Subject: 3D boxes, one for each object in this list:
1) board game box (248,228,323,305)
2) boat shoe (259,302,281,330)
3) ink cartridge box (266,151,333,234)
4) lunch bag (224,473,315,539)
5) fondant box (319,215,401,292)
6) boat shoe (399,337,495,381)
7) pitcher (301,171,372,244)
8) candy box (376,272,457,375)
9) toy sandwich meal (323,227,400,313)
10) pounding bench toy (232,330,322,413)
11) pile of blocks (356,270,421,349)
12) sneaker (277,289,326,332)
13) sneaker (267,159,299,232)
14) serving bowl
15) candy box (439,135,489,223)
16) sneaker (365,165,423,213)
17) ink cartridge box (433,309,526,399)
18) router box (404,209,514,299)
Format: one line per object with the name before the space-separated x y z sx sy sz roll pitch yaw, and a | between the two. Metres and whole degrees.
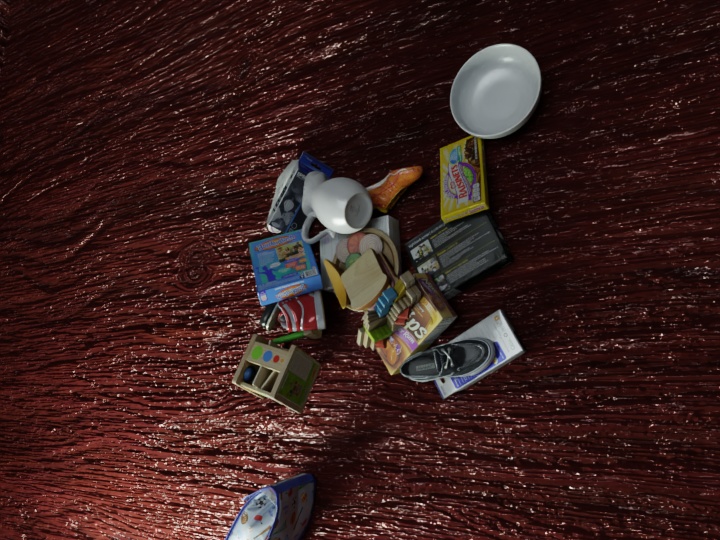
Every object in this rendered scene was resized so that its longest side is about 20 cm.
board game box | -0.182 -0.013 1.391 0.149 0.046 0.202 -15 40 -6
boat shoe | -0.204 0.057 1.423 0.062 0.074 0.204 18 54 4
ink cartridge box | -0.148 -0.185 1.465 0.203 0.098 0.039 -62 25 7
lunch bag | -0.195 0.556 1.310 0.123 0.169 0.203 33 99 27
fondant box | -0.002 -0.035 1.367 0.196 0.058 0.148 -11 75 32
boat shoe | 0.171 0.180 1.167 0.197 0.067 0.073 -17 72 28
pitcher | -0.066 -0.132 1.343 0.199 0.119 0.176 24 102 51
candy box | 0.105 0.115 1.236 0.201 0.056 0.118 -53 56 33
toy sandwich meal | 0.000 0.000 1.280 0.201 0.070 0.210 -8 76 32
pounding bench toy | -0.191 0.209 1.397 0.153 0.124 0.203 11 69 34
pile of blocks | 0.059 0.097 1.185 0.062 0.081 0.202 51 126 33
sneaker | -0.147 0.064 1.381 0.110 0.072 0.202 -9 43 -6
sneaker | -0.191 -0.195 1.524 0.099 0.074 0.203 37 102 52
serving bowl | 0.293 -0.371 1.237 0.196 0.065 0.205 -8 75 30
candy box | 0.218 -0.199 1.237 0.101 0.026 0.204 -19 50 30
sneaker | 0.070 -0.180 1.352 0.198 0.072 0.079 -29 77 34
ink cartridge box | 0.232 0.173 1.190 0.198 0.037 0.096 -36 64 19
router box | 0.206 -0.039 1.236 0.198 0.051 0.152 -32 65 25
